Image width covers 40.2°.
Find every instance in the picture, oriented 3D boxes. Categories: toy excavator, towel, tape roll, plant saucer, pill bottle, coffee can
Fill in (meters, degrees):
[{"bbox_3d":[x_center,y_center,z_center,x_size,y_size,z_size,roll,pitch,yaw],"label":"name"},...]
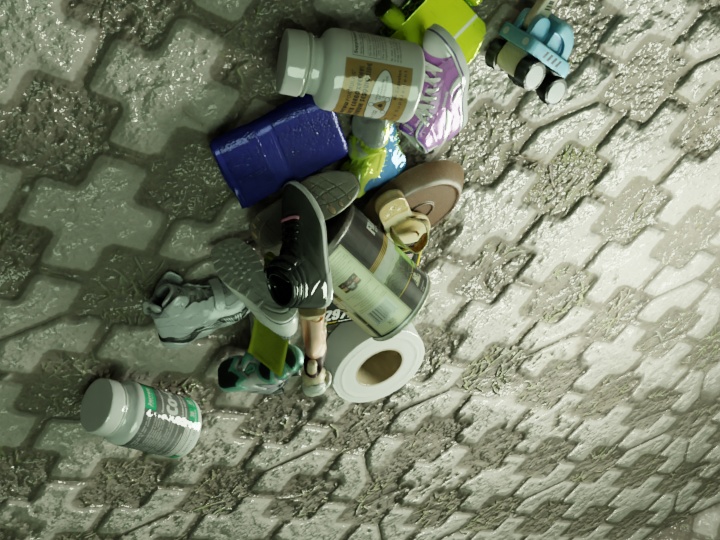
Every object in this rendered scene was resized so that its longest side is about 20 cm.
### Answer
[{"bbox_3d":[0.279,-0.388,1.524,0.193,0.100,0.202,20,106,-45],"label":"toy excavator"},{"bbox_3d":[-0.124,-0.191,1.503,0.197,0.050,0.149,-26,143,-3],"label":"towel"},{"bbox_3d":[0.024,0.167,1.936,0.199,0.071,0.205,-17,139,-16],"label":"tape roll"},{"bbox_3d":[0.097,-0.111,1.686,0.197,0.035,0.201,-24,156,-12],"label":"plant saucer"},{"bbox_3d":[-0.144,0.075,1.632,0.018,0.086,0.203,-18,133,-43],"label":"towel"},{"bbox_3d":[-0.389,0.261,1.746,0.113,0.114,0.199,-45,139,18],"label":"pill bottle"},{"bbox_3d":[-0.017,-0.282,1.400,0.196,0.115,0.116,7,130,-15],"label":"pill bottle"},{"bbox_3d":[0.000,0.000,1.636,0.146,0.147,0.200,-42,113,14],"label":"coffee can"}]

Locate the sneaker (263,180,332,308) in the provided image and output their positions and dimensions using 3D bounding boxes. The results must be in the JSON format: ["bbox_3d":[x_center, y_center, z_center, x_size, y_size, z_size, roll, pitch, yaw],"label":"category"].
[{"bbox_3d":[-0.104,-0.035,1.497,0.070,0.204,0.098,-11,180,40],"label":"sneaker"}]

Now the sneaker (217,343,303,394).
[{"bbox_3d":[-0.146,0.177,1.767,0.198,0.079,0.139,-14,160,37],"label":"sneaker"}]

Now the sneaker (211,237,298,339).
[{"bbox_3d":[-0.173,0.031,1.584,0.076,0.200,0.081,-35,154,-17],"label":"sneaker"}]

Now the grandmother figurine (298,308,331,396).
[{"bbox_3d":[-0.076,0.127,1.630,0.059,0.122,0.203,13,129,13],"label":"grandmother figurine"}]

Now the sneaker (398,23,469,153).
[{"bbox_3d":[0.103,-0.258,1.462,0.114,0.072,0.202,-38,140,-20],"label":"sneaker"}]

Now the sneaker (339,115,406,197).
[{"bbox_3d":[0.034,-0.206,1.572,0.104,0.076,0.201,-13,145,-37],"label":"sneaker"}]

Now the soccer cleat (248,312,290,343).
[{"bbox_3d":[-0.164,0.108,1.754,0.068,0.078,0.202,-22,139,-9],"label":"soccer cleat"}]

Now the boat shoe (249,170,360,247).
[{"bbox_3d":[-0.088,-0.107,1.582,0.197,0.073,0.075,-24,99,15],"label":"boat shoe"}]

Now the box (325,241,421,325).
[{"bbox_3d":[0.003,0.019,1.790,0.197,0.050,0.161,-9,137,-24],"label":"box"}]

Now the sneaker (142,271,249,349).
[{"bbox_3d":[-0.264,0.046,1.632,0.198,0.076,0.116,-29,140,-2],"label":"sneaker"}]

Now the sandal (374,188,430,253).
[{"bbox_3d":[0.080,-0.061,1.640,0.077,0.070,0.212,-31,155,7],"label":"sandal"}]

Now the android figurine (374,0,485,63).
[{"bbox_3d":[0.110,-0.362,1.472,0.182,0.041,0.199,-45,137,16],"label":"android figurine"}]
